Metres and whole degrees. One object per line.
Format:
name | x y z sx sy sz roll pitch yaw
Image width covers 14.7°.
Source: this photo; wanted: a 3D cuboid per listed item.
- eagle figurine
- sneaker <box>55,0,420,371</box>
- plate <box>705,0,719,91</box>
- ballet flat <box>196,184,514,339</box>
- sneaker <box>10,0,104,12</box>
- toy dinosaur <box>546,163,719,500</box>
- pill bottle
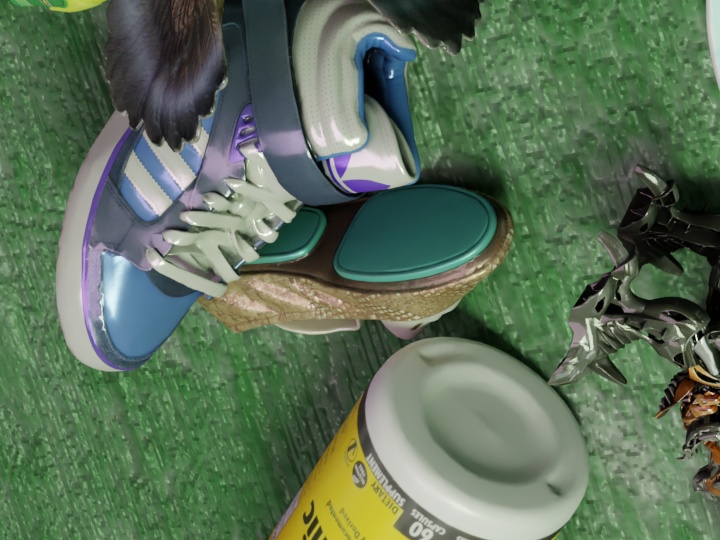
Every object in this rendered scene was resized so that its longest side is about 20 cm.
eagle figurine | -0.055 -0.166 1.211 0.151 0.151 0.201 -14 101 42
sneaker | -0.047 -0.037 1.265 0.146 0.080 0.201 16 82 39
plate | 0.229 -0.093 1.106 0.199 0.026 0.201 18 121 32
ballet flat | 0.000 0.000 1.316 0.199 0.071 0.065 2 138 41
sneaker | -0.180 -0.215 1.340 0.083 0.074 0.201 -13 102 37
toy dinosaur | 0.164 0.019 1.177 0.135 0.102 0.201 21 114 13
pill bottle | 0.017 0.134 1.321 0.111 0.111 0.200 43 131 14
